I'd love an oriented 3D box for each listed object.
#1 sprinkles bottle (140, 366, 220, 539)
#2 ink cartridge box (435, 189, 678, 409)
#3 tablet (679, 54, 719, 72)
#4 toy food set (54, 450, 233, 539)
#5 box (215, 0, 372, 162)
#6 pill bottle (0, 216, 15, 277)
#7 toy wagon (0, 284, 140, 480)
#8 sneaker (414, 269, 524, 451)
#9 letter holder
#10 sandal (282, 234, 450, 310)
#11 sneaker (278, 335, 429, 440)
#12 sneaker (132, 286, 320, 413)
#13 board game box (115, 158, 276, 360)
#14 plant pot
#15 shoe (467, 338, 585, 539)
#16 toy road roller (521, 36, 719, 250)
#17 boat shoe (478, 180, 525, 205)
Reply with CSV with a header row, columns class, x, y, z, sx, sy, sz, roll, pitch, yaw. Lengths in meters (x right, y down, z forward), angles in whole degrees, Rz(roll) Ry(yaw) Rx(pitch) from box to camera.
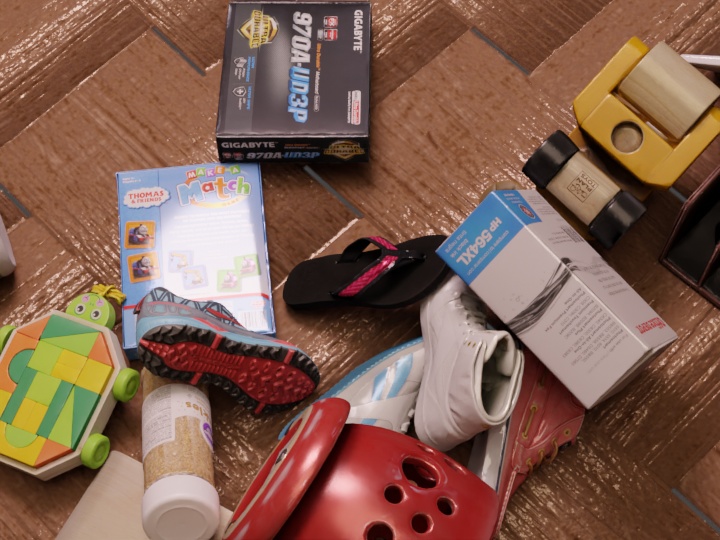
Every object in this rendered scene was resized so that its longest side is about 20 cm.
class,x,y,z,sx,sy,sz,roll,pitch,yaw
sprinkles bottle,-0.167,0.160,1.292,0.068,0.068,0.200,-9,37,-3
ink cartridge box,0.183,0.023,1.292,0.084,0.146,0.200,-47,76,17
tablet,0.404,-0.205,1.427,0.130,0.200,0.014,7,99,24
toy food set,-0.190,0.270,1.298,0.200,0.060,0.144,23,67,21
box,-0.068,-0.202,1.499,0.159,0.046,0.200,1,54,2
pill bottle,-0.456,-0.016,1.401,0.200,0.113,0.113,-20,66,-8
toy wagon,-0.290,0.098,1.361,0.155,0.040,0.200,17,73,21
sneaker,0.110,0.060,1.302,0.074,0.116,0.200,17,64,-26
letter holder,0.406,-0.075,1.394,0.101,0.142,0.200,40,71,18
sandal,0.000,0.000,1.368,0.200,0.045,0.075,-9,49,32
sneaker,0.019,0.130,1.351,0.200,0.077,0.081,-37,93,-20
sneaker,-0.123,0.065,1.340,0.079,0.200,0.096,-49,37,22
board game box,-0.168,-0.014,1.436,0.151,0.037,0.200,-6,66,-2
plant pot,-0.009,0.224,1.210,0.182,0.200,0.201,34,69,-2
shoe,0.155,0.167,1.324,0.091,0.071,0.200,14,75,-6
toy road roller,0.259,-0.121,1.397,0.123,0.146,0.200,43,98,8
boat shoe,0.187,0.001,1.404,0.073,0.065,0.200,-27,82,18
